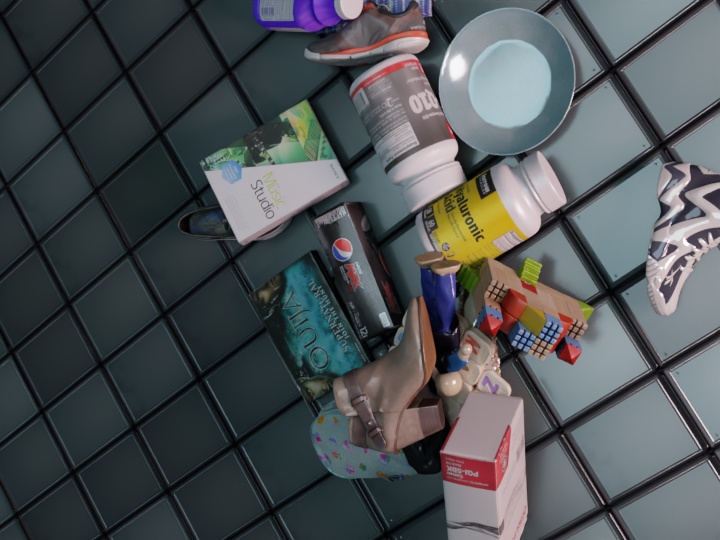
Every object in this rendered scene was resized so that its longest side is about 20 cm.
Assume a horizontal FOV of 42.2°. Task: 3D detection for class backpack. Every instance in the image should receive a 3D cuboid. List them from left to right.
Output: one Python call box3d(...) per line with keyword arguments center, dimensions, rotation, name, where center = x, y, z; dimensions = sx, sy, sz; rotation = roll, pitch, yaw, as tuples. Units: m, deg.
box3d(center=(0.025, 0.229, 1.377), dimensions=(0.197, 0.126, 0.171), rotation=(-11, 100, 37), name="backpack")

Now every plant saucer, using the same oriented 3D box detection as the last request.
box3d(center=(0.209, -0.266, 1.327), dimensions=(0.196, 0.039, 0.206), rotation=(1, 94, 22), name="plant saucer")

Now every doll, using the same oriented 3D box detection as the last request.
box3d(center=(0.114, 0.083, 1.285), dimensions=(0.136, 0.048, 0.205), rotation=(29, 130, 55), name="doll")

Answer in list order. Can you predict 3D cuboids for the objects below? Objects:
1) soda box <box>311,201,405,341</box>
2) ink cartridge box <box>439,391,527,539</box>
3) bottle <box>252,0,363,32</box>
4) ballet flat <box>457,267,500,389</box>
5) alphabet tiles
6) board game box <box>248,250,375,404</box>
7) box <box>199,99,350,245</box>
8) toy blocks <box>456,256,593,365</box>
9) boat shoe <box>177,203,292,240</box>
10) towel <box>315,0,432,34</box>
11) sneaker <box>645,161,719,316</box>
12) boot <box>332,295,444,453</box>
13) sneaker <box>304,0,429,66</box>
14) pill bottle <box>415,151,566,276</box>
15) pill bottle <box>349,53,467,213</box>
box3d(center=(0.000, 0.000, 1.414), dimensions=(0.062, 0.070, 0.204), rotation=(-24, 84, 23), name="soda box")
box3d(center=(0.173, 0.295, 1.287), dimensions=(0.081, 0.147, 0.204), rotation=(5, 118, 23), name="ink cartridge box")
box3d(center=(-0.079, -0.400, 1.389), dimensions=(0.198, 0.064, 0.086), rotation=(14, 94, 44), name="bottle")
box3d(center=(0.165, 0.098, 1.356), dimensions=(0.074, 0.064, 0.205), rotation=(-2, 93, 22), name="ballet flat")
box3d(center=(0.122, 0.152, 1.359), dimensions=(0.195, 0.014, 0.202), rotation=(40, 131, 22), name="alphabet tiles")
box3d(center=(-0.078, 0.090, 1.476), dimensions=(0.134, 0.028, 0.203), rotation=(-33, 81, 20), name="board game box")
box3d(center=(-0.133, -0.152, 1.449), dimensions=(0.197, 0.036, 0.146), rotation=(-29, 82, 2), name="box")
box3d(center=(0.228, 0.062, 1.248), dimensions=(0.197, 0.137, 0.101), rotation=(25, 113, -9), name="toy blocks")
box3d(center=(-0.204, -0.078, 1.502), dimensions=(0.196, 0.056, 0.070), rotation=(-7, 91, 23), name="boat shoe")
box3d(center=(0.013, -0.442, 1.410), dimensions=(0.195, 0.024, 0.149), rotation=(-3, 91, 21), name="towel")
box3d(center=(0.449, -0.036, 1.219), dimensions=(0.127, 0.079, 0.204), rotation=(7, 87, 30), name="sneaker")
box3d(center=(0.032, 0.145, 1.256), dimensions=(0.143, 0.070, 0.205), rotation=(-8, 89, 19), name="boot")
box3d(center=(0.008, -0.354, 1.385), dimensions=(0.195, 0.077, 0.084), rotation=(-5, 92, 21), name="sneaker")
box3d(center=(0.184, -0.080, 1.311), dimensions=(0.198, 0.111, 0.113), rotation=(-31, 82, 20), name="pill bottle")
box3d(center=(0.073, -0.196, 1.348), dimensions=(0.112, 0.113, 0.203), rotation=(-27, 83, 21), name="pill bottle")
